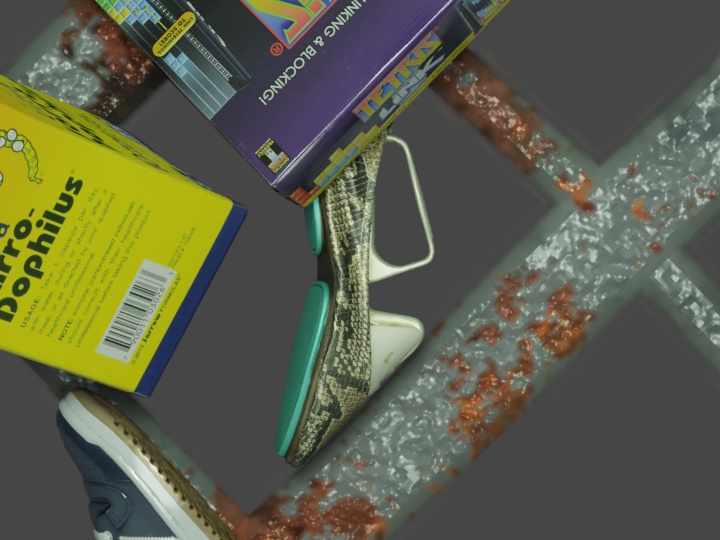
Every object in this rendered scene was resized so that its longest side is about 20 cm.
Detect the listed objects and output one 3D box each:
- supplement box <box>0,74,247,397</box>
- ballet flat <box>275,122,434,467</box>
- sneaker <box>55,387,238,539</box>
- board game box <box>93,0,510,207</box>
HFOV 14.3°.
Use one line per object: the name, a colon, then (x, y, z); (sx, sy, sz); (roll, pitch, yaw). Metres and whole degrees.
supplement box: (-0.171, -0.030, 1.354); (0.109, 0.200, 0.110); (32, 96, 40)
ballet flat: (0.000, 0.000, 1.436); (0.075, 0.068, 0.200); (3, 92, -9)
sneaker: (-0.112, 0.162, 1.445); (0.108, 0.070, 0.200); (-39, 97, 1)
board game box: (-0.019, -0.159, 1.395); (0.200, 0.057, 0.165); (-46, 68, 4)
